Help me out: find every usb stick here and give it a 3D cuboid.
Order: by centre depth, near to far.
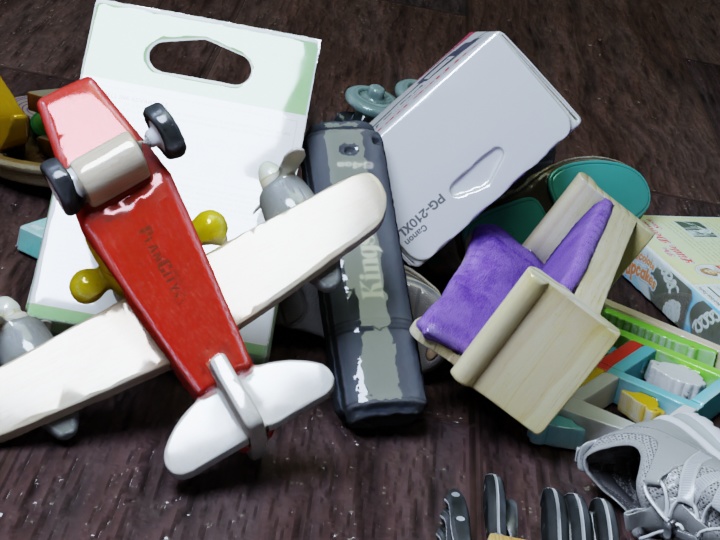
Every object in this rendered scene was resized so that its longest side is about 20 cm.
[{"bbox_3d":[0.000,0.000,1.019,0.055,0.033,0.201,-5,63,-7],"label":"usb stick"}]

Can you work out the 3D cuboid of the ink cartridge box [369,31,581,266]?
[{"bbox_3d":[0.059,-0.088,1.171,0.084,0.145,0.200,48,4,-7],"label":"ink cartridge box"}]

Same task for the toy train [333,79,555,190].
[{"bbox_3d":[0.062,-0.097,1.361,0.199,0.086,0.114,-10,40,-40],"label":"toy train"}]

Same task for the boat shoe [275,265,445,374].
[{"bbox_3d":[-0.028,0.005,1.088,0.199,0.075,0.073,32,9,9],"label":"boat shoe"}]

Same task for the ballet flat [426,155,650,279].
[{"bbox_3d":[0.125,-0.038,1.248,0.199,0.068,0.067,-15,-4,-36],"label":"ballet flat"}]

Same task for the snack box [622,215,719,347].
[{"bbox_3d":[0.270,0.013,1.247,0.116,0.037,0.200,1,24,-21],"label":"snack box"}]

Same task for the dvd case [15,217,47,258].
[{"bbox_3d":[-0.114,-0.021,1.169,0.145,0.022,0.200,23,25,27],"label":"dvd case"}]

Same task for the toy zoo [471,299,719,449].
[{"bbox_3d":[0.157,0.069,1.083,0.131,0.021,0.200,23,25,28],"label":"toy zoo"}]

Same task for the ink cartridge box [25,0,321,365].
[{"bbox_3d":[-0.109,-0.051,1.028,0.145,0.201,0.048,10,-15,-1],"label":"ink cartridge box"}]

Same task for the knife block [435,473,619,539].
[{"bbox_3d":[0.096,0.168,0.766,0.175,0.064,0.200,-11,31,-41],"label":"knife block"}]

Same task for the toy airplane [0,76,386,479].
[{"bbox_3d":[-0.100,0.015,0.924,0.199,0.200,0.141,16,-5,-12],"label":"toy airplane"}]

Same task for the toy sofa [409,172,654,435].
[{"bbox_3d":[0.109,0.006,1.039,0.097,0.083,0.200,38,25,1],"label":"toy sofa"}]

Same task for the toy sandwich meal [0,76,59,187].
[{"bbox_3d":[-0.199,-0.113,1.252,0.204,0.071,0.205,3,19,-1],"label":"toy sandwich meal"}]

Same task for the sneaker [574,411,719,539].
[{"bbox_3d":[0.179,0.136,0.890,0.082,0.075,0.200,-4,15,-18],"label":"sneaker"}]
